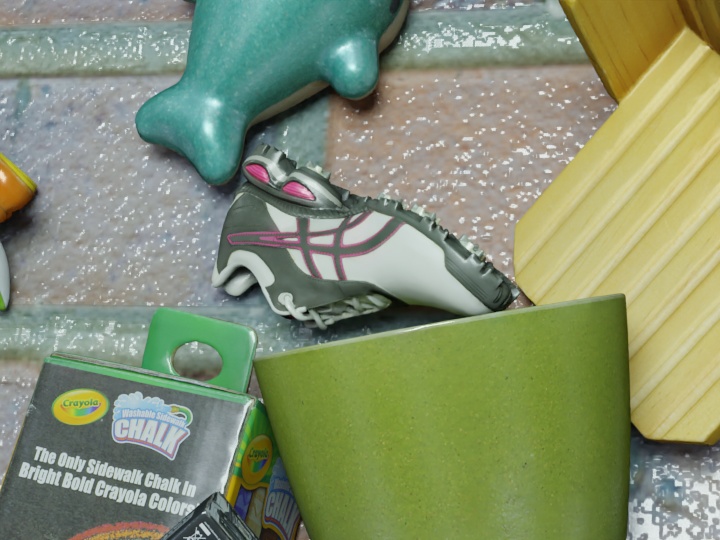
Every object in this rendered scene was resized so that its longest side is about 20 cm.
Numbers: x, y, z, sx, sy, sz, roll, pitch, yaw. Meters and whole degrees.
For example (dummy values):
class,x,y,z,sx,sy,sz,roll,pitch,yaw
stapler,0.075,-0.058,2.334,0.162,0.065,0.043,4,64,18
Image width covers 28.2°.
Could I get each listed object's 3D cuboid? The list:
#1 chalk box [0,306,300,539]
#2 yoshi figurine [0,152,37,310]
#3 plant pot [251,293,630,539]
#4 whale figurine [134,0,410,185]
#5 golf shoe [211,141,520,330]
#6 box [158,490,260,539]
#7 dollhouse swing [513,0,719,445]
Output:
class,x,y,z,sx,sy,sz,roll,pitch,yaw
chalk box,-0.106,0.123,0.751,0.123,0.124,0.202,11,71,18
yoshi figurine,-0.291,-0.004,0.858,0.112,0.112,0.200,35,83,38
plant pot,0.054,0.126,0.697,0.185,0.187,0.202,-10,87,9
whale figurine,-0.058,-0.152,0.854,0.158,0.104,0.201,35,80,22
golf shoe,0.000,0.000,0.792,0.199,0.077,0.089,23,83,41
box,-0.059,0.226,0.626,0.157,0.050,0.200,-41,90,1
dollhouse swing,0.149,-0.042,0.699,0.175,0.182,0.201,-40,56,5
